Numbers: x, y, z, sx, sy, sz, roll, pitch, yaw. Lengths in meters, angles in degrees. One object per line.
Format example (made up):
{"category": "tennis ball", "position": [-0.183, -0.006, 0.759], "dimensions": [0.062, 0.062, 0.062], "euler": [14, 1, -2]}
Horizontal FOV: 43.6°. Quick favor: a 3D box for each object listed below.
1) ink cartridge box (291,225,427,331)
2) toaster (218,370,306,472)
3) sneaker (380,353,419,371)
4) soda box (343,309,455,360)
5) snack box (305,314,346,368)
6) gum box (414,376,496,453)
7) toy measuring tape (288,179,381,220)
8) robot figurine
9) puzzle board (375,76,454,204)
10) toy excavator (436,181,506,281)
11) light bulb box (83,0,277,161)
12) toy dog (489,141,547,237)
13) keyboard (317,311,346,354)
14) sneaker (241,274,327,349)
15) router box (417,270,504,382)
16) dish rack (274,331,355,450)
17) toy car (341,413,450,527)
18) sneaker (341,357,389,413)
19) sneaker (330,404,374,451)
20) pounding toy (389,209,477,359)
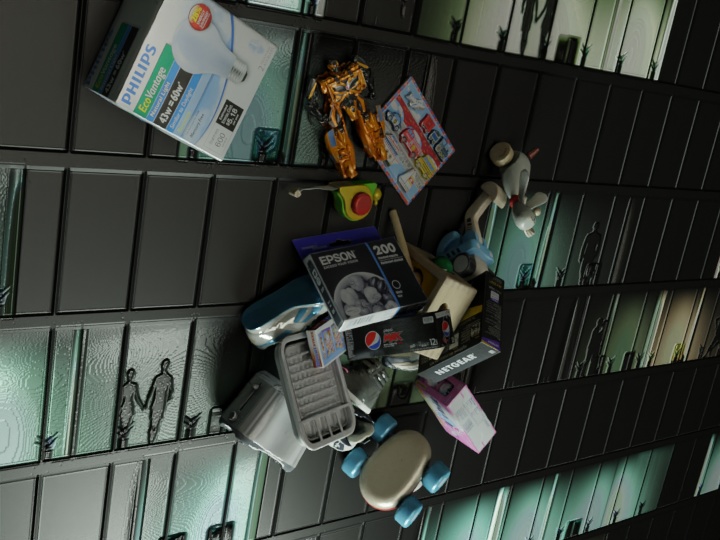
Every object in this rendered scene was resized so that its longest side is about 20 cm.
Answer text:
{"category": "ink cartridge box", "position": [0.000, 0.000, 1.630], "dimensions": [0.195, 0.202, 0.044], "euler": [-12, 151, -35]}
{"category": "toaster", "position": [-0.156, 0.279, 1.669], "dimensions": [0.130, 0.113, 0.200], "euler": [-55, 130, -9]}
{"category": "sneaker", "position": [0.115, 0.152, 1.874], "dimensions": [0.198, 0.077, 0.088], "euler": [-12, 104, -43]}
{"category": "soda box", "position": [0.069, 0.117, 1.641], "dimensions": [0.070, 0.197, 0.065], "euler": [-9, 89, -59]}
{"category": "snack box", "position": [-0.036, 0.112, 1.685], "dimensions": [0.199, 0.024, 0.073], "euler": [-32, 114, -58]}
{"category": "gum box", "position": [0.206, 0.299, 1.969], "dimensions": [0.066, 0.113, 0.201], "euler": [-45, 131, -14]}
{"category": "toy measuring tape", "position": [-0.043, -0.122, 1.622], "dimensions": [0.197, 0.073, 0.075], "euler": [-9, 114, -36]}
{"category": "robot figurine", "position": [-0.019, -0.273, 1.579], "dimensions": [0.143, 0.058, 0.203], "euler": [-30, 125, -19]}
{"category": "puzzle board", "position": [0.094, -0.243, 1.715], "dimensions": [0.151, 0.017, 0.201], "euler": [-49, 131, -12]}
{"category": "toy excavator", "position": [0.221, -0.062, 1.848], "dimensions": [0.193, 0.203, 0.099], "euler": [-29, 142, 31]}
{"category": "light bulb box", "position": [-0.263, -0.302, 1.327], "dimensions": [0.198, 0.124, 0.201], "euler": [25, 92, -43]}
{"category": "toy dog", "position": [0.338, -0.179, 1.833], "dimensions": [0.095, 0.203, 0.131], "euler": [-26, 159, 20]}
{"category": "keyboard", "position": [-0.056, 0.070, 1.724], "dimensions": [0.104, 0.039, 0.203], "euler": [-53, 135, -40]}
{"category": "sneaker", "position": [-0.116, 0.073, 1.629], "dimensions": [0.197, 0.077, 0.082], "euler": [-23, 139, -8]}
{"category": "router box", "position": [0.196, 0.113, 1.767], "dimensions": [0.052, 0.199, 0.160], "euler": [26, 55, -25]}
{"category": "dish rack", "position": [-0.088, 0.213, 1.628], "dimensions": [0.170, 0.043, 0.204], "euler": [-9, 83, -57]}
{"category": "toy car", "position": [0.082, 0.438, 1.924], "dimensions": [0.177, 0.183, 0.201], "euler": [-48, 159, -12]}
{"category": "sneaker", "position": [-0.013, 0.200, 1.784], "dimensions": [0.100, 0.070, 0.200], "euler": [-54, 138, -9]}
{"category": "sneaker", "position": [-0.021, 0.318, 1.772], "dimensions": [0.079, 0.129, 0.201], "euler": [-36, 137, -22]}
{"category": "pounding toy", "position": [0.104, 0.025, 1.744], "dimensions": [0.141, 0.184, 0.202], "euler": [21, 103, -42]}
